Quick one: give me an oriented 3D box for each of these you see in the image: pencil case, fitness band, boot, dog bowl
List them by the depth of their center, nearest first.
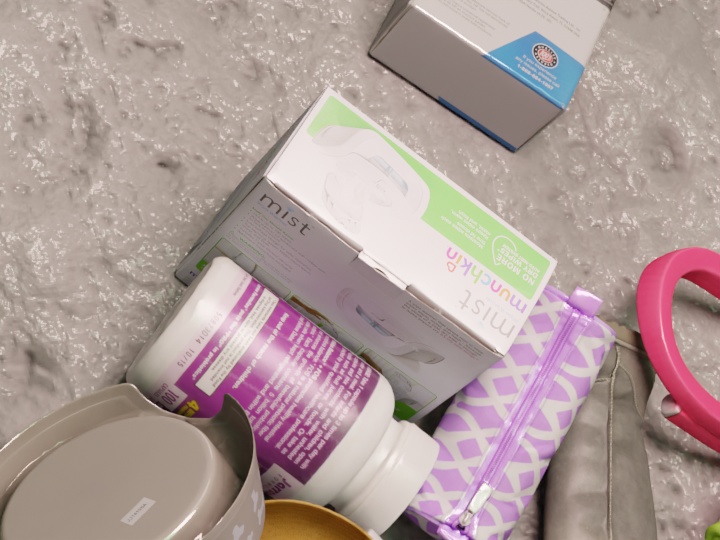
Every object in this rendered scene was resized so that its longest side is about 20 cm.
[{"bbox_3d":[-0.150,0.154,1.367,0.200,0.200,0.059,-50,132,-34],"label":"dog bowl"},{"bbox_3d":[0.101,0.105,1.522,0.084,0.086,0.200,27,82,6],"label":"pencil case"},{"bbox_3d":[0.145,0.127,1.596,0.182,0.073,0.200,18,67,-16],"label":"boot"},{"bbox_3d":[0.279,0.066,1.670,0.200,0.037,0.144,32,53,-33],"label":"fitness band"}]

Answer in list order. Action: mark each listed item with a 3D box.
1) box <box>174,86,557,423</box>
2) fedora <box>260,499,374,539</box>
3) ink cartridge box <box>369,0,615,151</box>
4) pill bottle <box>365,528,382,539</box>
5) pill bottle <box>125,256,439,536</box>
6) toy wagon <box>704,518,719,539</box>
[{"bbox_3d":[0.000,0.000,1.509,0.200,0.176,0.097,37,57,-6],"label":"box"},{"bbox_3d":[-0.063,0.240,1.359,0.201,0.200,0.082,61,17,9],"label":"fedora"},{"bbox_3d":[0.117,-0.218,1.723,0.145,0.084,0.200,33,57,-9],"label":"ink cartridge box"},{"bbox_3d":[0.036,0.276,1.437,0.200,0.114,0.114,49,56,2],"label":"pill bottle"},{"bbox_3d":[-0.049,0.091,1.481,0.200,0.112,0.112,37,56,-6],"label":"pill bottle"},{"bbox_3d":[0.334,0.229,1.633,0.155,0.040,0.200,-21,100,-29],"label":"toy wagon"}]
